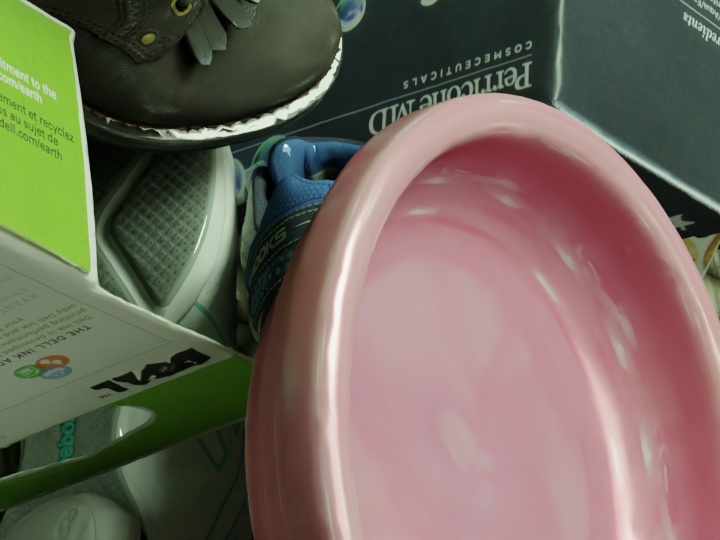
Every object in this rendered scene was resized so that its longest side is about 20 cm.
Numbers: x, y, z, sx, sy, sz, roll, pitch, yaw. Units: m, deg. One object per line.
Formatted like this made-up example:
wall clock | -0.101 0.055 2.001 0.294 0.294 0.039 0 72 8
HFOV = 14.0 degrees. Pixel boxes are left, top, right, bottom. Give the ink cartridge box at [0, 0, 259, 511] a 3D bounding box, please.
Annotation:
ink cartridge box | -0.125 -0.004 0.743 0.200 0.147 0.076 29 46 -53

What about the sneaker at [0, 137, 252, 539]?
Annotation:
sneaker | -0.067 0.046 0.879 0.080 0.070 0.202 40 51 -56

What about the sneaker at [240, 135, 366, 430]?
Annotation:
sneaker | 0.000 0.000 0.895 0.200 0.077 0.086 -119 -157 -88

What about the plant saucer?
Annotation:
plant saucer | 0.035 0.056 0.778 0.200 0.051 0.202 21 63 -49

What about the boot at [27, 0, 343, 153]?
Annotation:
boot | -0.041 -0.098 0.754 0.199 0.174 0.070 11 66 -39

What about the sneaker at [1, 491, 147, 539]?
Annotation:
sneaker | -0.072 0.159 0.791 0.082 0.077 0.201 7 93 -34

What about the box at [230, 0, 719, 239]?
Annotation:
box | 0.043 -0.106 0.990 0.107 0.148 0.201 27 57 -43

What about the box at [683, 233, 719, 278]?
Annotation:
box | 0.130 -0.066 1.060 0.041 0.201 0.039 13 45 -8

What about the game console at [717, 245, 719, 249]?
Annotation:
game console | 0.173 -0.131 1.147 0.177 0.031 0.201 -61 164 -54
